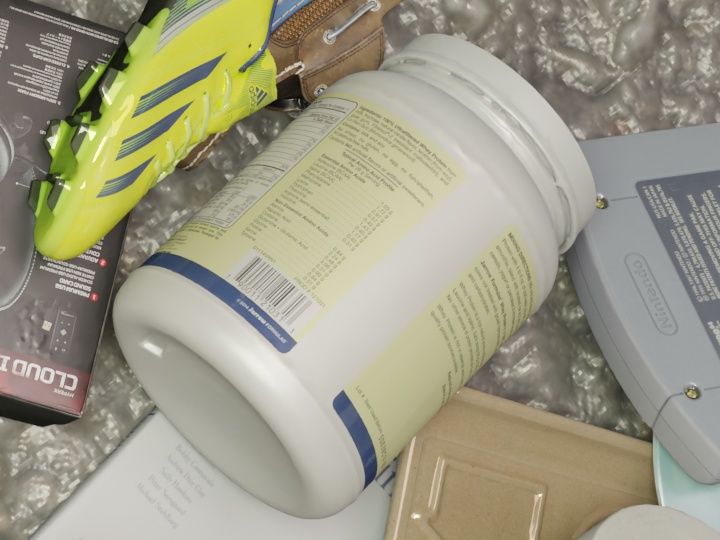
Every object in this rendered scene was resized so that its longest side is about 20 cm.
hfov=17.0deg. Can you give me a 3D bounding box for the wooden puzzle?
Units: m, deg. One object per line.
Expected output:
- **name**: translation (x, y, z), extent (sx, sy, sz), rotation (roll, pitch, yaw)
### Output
- **wooden puzzle**: translation (0.079, 0.172, 1.185), extent (0.185, 0.046, 0.201), rotation (18, 81, -28)

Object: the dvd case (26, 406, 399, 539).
- **dvd case**: translation (-0.054, 0.121, 1.161), extent (0.143, 0.018, 0.200), rotation (47, 68, -9)

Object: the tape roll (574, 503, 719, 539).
- **tape roll**: translation (0.147, 0.209, 1.094), extent (0.202, 0.071, 0.203), rotation (33, 35, -27)

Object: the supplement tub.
- **supplement tub**: translation (0.000, 0.000, 1.111), extent (0.200, 0.145, 0.145), rotation (-44, 99, -21)

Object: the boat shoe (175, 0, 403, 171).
- **boat shoe**: translation (-0.022, -0.112, 1.177), extent (0.072, 0.072, 0.200), rotation (46, 69, -11)

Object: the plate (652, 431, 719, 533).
- **plate**: translation (0.229, 0.108, 1.239), extent (0.200, 0.026, 0.201), rotation (14, 67, -37)

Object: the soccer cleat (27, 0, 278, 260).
- **soccer cleat**: translation (-0.078, -0.083, 1.077), extent (0.084, 0.065, 0.200), rotation (36, 69, -21)

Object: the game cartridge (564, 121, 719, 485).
- **game cartridge**: translation (0.179, 0.014, 1.216), extent (0.133, 0.042, 0.200), rotation (-10, 57, -19)

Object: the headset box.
- **headset box**: translation (-0.186, -0.025, 1.098), extent (0.148, 0.077, 0.201), rotation (16, 78, -19)
